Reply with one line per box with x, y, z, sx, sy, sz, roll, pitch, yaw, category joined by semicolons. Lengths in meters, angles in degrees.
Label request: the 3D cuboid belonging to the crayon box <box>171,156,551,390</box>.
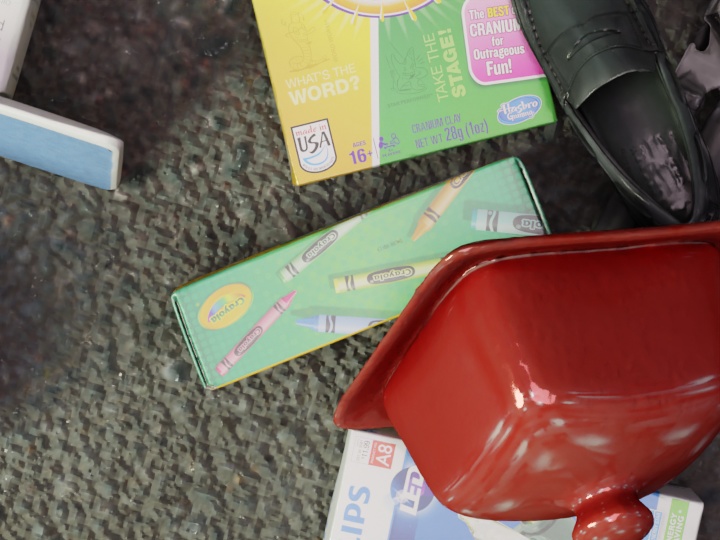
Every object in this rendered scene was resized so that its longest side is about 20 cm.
0.000;0.000;1.500;0.199;0.119;0.059;-21;91;-1;crayon box

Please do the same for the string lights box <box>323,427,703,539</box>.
0.080;0.154;1.542;0.199;0.059;0.103;11;94;-3;string lights box

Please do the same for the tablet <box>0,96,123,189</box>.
-0.223;-0.087;1.483;0.199;0.130;0.014;17;80;-3;tablet

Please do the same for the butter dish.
0.113;0.075;1.435;0.199;0.200;0.149;-4;61;-25;butter dish

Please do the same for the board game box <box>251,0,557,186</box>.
0.013;-0.161;1.533;0.152;0.040;0.201;-14;93;-2;board game box

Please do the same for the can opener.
0.191;-0.083;1.542;0.053;0.067;0.201;29;105;8;can opener

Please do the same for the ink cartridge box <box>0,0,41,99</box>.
-0.232;-0.208;1.495;0.144;0.083;0.201;16;89;-4;ink cartridge box

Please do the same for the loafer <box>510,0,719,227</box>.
0.135;-0.107;1.480;0.068;0.070;0.201;-27;86;4;loafer
